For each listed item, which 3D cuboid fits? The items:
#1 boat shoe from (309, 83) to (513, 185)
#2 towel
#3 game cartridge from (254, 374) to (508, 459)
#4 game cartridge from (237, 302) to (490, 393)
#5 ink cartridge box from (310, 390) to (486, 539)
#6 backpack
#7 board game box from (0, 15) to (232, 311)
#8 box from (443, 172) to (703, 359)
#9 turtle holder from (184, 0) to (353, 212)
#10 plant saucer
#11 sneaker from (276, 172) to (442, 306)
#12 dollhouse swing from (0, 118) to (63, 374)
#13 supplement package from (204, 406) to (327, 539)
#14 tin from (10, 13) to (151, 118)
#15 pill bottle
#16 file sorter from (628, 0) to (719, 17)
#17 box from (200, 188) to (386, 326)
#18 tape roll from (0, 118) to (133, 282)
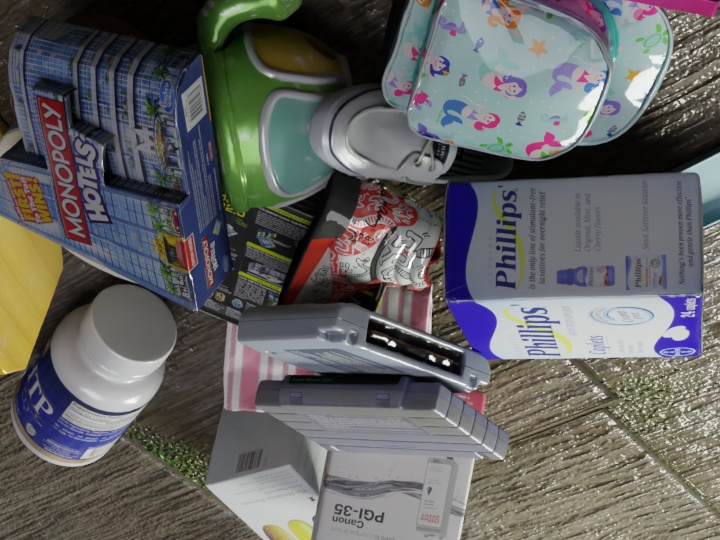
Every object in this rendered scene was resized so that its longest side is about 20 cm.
[{"bbox_3d":[0.048,-0.105,1.083,0.067,0.074,0.200,18,-167,39],"label":"boat shoe"},{"bbox_3d":[-0.033,0.073,1.325,0.199,0.030,0.147,5,100,5],"label":"towel"},{"bbox_3d":[0.017,0.130,1.234,0.199,0.038,0.130,-2,148,36],"label":"game cartridge"},{"bbox_3d":[-0.001,0.067,1.170,0.133,0.042,0.200,1,165,44],"label":"game cartridge"},{"bbox_3d":[0.037,0.208,1.388,0.146,0.201,0.083,11,174,-2],"label":"ink cartridge box"},{"bbox_3d":[0.126,-0.173,1.003,0.199,0.151,0.178,11,137,-9],"label":"backpack"},{"bbox_3d":[-0.207,-0.085,1.051,0.199,0.062,0.200,14,133,22],"label":"board game box"},{"bbox_3d":[0.180,0.002,1.136,0.199,0.105,0.184,-1,161,13],"label":"box"},{"bbox_3d":[-0.073,-0.142,1.095,0.131,0.141,0.186,-8,97,-2],"label":"turtle holder"},{"bbox_3d":[0.254,-0.050,1.202,0.200,0.019,0.070,-26,127,35],"label":"plant saucer"},{"bbox_3d":[0.000,0.001,1.139,0.108,0.067,0.201,19,147,-7],"label":"sneaker"},{"bbox_3d":[-0.383,-0.020,1.217,0.181,0.200,0.176,3,139,7],"label":"dollhouse swing"},{"bbox_3d":[-0.060,0.232,1.502,0.113,0.110,0.200,-17,132,27],"label":"supplement package"},{"bbox_3d":[-0.218,-0.143,1.133,0.112,0.042,0.200,36,149,-19],"label":"tin"},{"bbox_3d":[-0.266,0.103,1.392,0.119,0.120,0.200,26,135,-17],"label":"pill bottle"},{"bbox_3d":[0.148,-0.272,0.888,0.199,0.139,0.126,11,137,-1],"label":"file sorter"},{"bbox_3d":[-0.072,-0.010,1.246,0.199,0.044,0.161,22,130,3],"label":"box"},{"bbox_3d":[-0.216,-0.063,1.179,0.202,0.037,0.203,22,149,14],"label":"tape roll"}]
